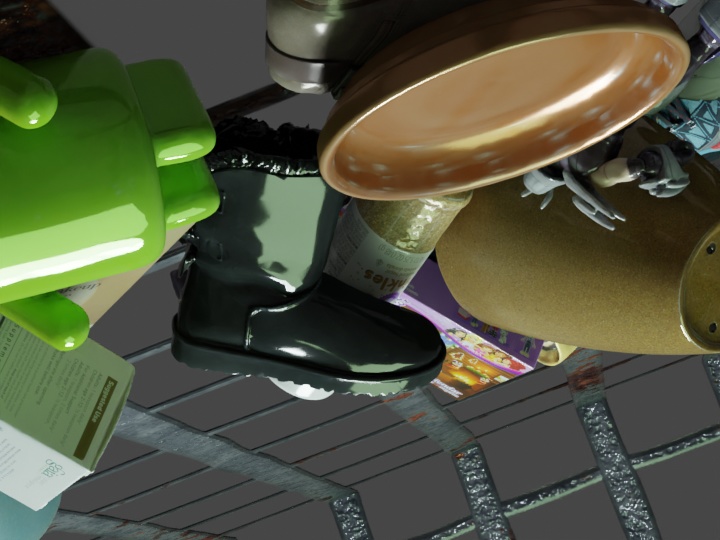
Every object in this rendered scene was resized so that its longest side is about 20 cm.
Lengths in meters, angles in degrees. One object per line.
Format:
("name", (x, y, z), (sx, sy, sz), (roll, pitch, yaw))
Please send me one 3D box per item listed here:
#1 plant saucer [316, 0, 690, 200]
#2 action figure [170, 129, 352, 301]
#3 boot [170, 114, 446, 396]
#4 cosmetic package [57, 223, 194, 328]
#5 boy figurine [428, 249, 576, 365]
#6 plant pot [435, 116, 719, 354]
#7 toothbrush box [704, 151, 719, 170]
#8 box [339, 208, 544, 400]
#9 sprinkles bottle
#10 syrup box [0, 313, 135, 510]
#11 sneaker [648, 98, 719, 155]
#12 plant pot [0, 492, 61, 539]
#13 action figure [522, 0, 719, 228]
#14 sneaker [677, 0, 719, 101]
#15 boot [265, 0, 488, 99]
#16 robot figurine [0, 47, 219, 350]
("plant saucer", (0.070, -0.093, 0.851), (0.199, 0.038, 0.200), (-16, 165, -4))
("action figure", (-0.068, -0.032, 1.148), (0.129, 0.070, 0.200), (-4, 146, -29))
("boot", (-0.030, -0.010, 1.047), (0.197, 0.074, 0.163), (6, 120, -7))
("cosmetic package", (-0.190, -0.017, 1.016), (0.105, 0.072, 0.200), (-10, 163, -34))
("boy figurine", (0.096, 0.005, 1.305), (0.200, 0.065, 0.124), (36, 155, -24))
("plant pot", (0.181, -0.021, 1.104), (0.185, 0.188, 0.200), (-12, -159, -30))
("toothbrush box", (0.271, -0.048, 1.351), (0.146, 0.086, 0.200), (-22, -164, 9))
("box", (0.030, 0.029, 1.287), (0.199, 0.039, 0.137), (30, 156, -12))
("sprinkles bottle", (0.000, 0.000, 1.135), (0.068, 0.068, 0.200), (-5, 139, -46))
("syrup box", (-0.241, 0.052, 0.962), (0.199, 0.082, 0.079), (33, 141, -19))
("sneaker", (0.222, -0.109, 1.232), (0.095, 0.080, 0.200), (-13, 165, -18))
("plant pot", (-0.308, 0.102, 1.131), (0.199, 0.200, 0.136), (-13, 129, -25))
("action figure", (0.167, -0.113, 1.001), (0.200, 0.130, 0.069), (-47, 171, 23))
("sneaker", (0.254, -0.182, 1.054), (0.087, 0.075, 0.200), (8, 145, -38))
("boot", (0.050, -0.141, 0.843), (0.199, 0.071, 0.146), (6, 144, -21))
("robot figurine", (-0.175, -0.045, 0.836), (0.199, 0.116, 0.176), (-14, 138, -15))
